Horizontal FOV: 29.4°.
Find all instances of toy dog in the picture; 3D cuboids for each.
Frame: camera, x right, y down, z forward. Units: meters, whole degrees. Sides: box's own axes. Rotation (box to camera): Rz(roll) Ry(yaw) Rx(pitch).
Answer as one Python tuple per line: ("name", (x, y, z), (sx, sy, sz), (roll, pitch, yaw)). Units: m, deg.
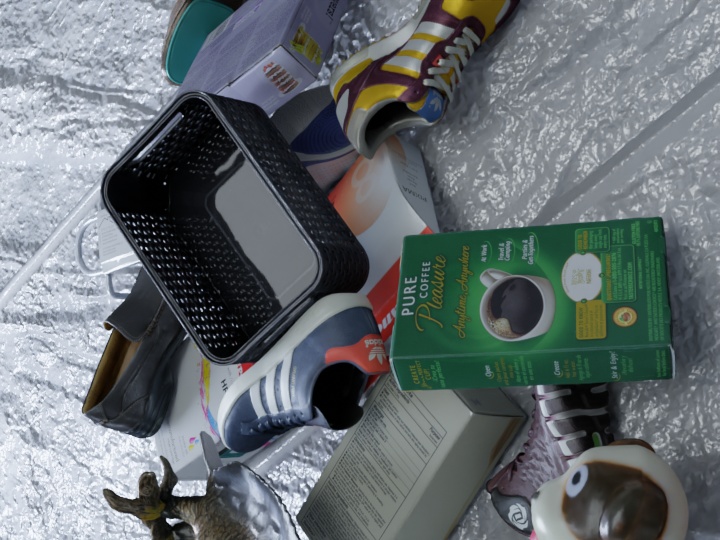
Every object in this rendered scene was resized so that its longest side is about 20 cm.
("toy dog", (0.177, 0.216, 0.909), (0.192, 0.140, 0.202), (-10, 103, 21))

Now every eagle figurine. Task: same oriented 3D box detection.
("eagle figurine", (-0.102, 0.236, 1.175), (0.198, 0.152, 0.153), (10, 103, 22))

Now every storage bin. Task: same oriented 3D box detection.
("storage bin", (-0.104, -0.035, 1.138), (0.135, 0.094, 0.201), (-42, 74, 19))

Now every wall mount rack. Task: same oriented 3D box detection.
("wall mount rack", (-0.215, -0.066, 1.417), (0.199, 0.074, 0.176), (-15, 77, 42))

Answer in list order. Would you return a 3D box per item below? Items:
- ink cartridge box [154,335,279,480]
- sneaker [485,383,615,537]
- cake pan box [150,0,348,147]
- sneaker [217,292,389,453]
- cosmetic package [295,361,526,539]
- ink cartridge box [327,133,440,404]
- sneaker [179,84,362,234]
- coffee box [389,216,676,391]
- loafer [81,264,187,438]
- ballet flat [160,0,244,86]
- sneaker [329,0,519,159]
("ink cartridge box", (-0.115, 0.106, 1.292), (0.200, 0.067, 0.117), (-38, 58, 35))
("sneaker", (0.133, 0.126, 1.045), (0.115, 0.075, 0.202), (-26, 67, 42))
("cake pan box", (-0.099, -0.197, 1.269), (0.199, 0.052, 0.185), (-31, 27, 36))
("sneaker", (-0.047, 0.107, 1.113), (0.200, 0.074, 0.085), (-50, 56, 37))
("cosmetic package", (0.038, 0.164, 1.131), (0.105, 0.071, 0.201), (49, 117, 39))
("ink cartridge box", (0.000, 0.000, 1.161), (0.162, 0.050, 0.201), (-49, 28, 29))
("sneaker", (-0.063, -0.083, 1.263), (0.198, 0.115, 0.081), (-32, 64, 3))
("coffee box", (0.124, 0.024, 0.996), (0.198, 0.044, 0.124), (-5, 49, 12))
("loafer", (-0.208, 0.055, 1.299), (0.072, 0.072, 0.202), (2, 78, 49))
("ballet flat", (-0.149, -0.283, 1.396), (0.201, 0.068, 0.067), (-60, 30, 13))
("sneaker", (0.065, -0.172, 1.139), (0.199, 0.075, 0.091), (-38, 51, 25))
